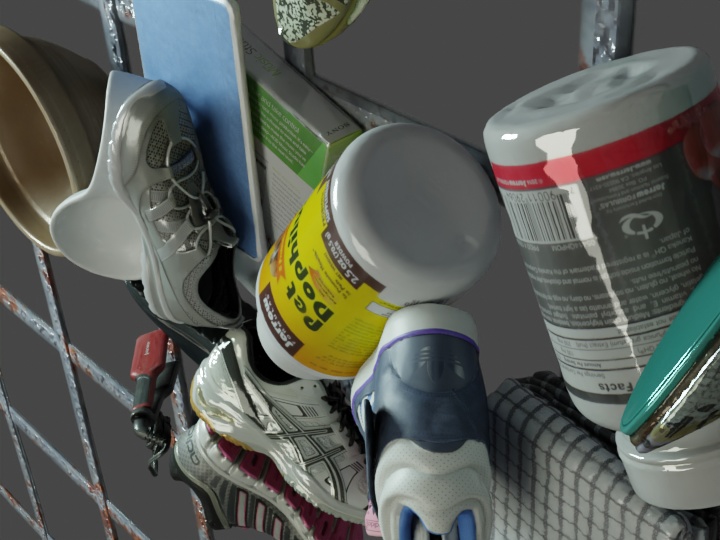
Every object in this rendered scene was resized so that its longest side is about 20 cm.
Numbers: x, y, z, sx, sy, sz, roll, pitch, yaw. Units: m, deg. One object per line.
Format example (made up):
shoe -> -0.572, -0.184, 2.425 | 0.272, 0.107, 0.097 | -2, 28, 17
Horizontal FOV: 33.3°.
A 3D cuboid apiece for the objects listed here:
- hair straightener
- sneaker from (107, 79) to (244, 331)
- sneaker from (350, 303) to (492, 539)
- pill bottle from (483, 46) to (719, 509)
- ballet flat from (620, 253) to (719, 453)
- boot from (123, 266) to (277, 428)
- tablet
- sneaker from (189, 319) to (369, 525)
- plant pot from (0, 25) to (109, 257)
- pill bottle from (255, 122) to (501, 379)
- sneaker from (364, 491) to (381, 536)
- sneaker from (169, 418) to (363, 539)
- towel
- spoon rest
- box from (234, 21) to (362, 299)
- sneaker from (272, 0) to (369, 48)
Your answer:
hair straightener -> -0.179, 0.126, 1.092 | 0.200, 0.040, 0.078 | -116, 8, -67
sneaker -> -0.118, -0.043, 0.856 | 0.081, 0.075, 0.202 | 18, 136, 29
sneaker -> 0.033, 0.125, 0.717 | 0.201, 0.079, 0.148 | 98, 174, -62
pill bottle -> 0.139, 0.006, 0.575 | 0.110, 0.110, 0.202 | -1, 115, 54
ballet flat -> 0.177, -0.006, 0.481 | 0.072, 0.072, 0.202 | 30, 97, 37
boot -> -0.138, 0.085, 1.050 | 0.199, 0.076, 0.169 | 37, 138, 22
tablet -> -0.115, -0.113, 0.859 | 0.129, 0.014, 0.202 | 30, 136, 40
sneaker -> -0.032, 0.114, 0.909 | 0.198, 0.076, 0.088 | 32, 112, -1
plant pot -> -0.263, -0.123, 1.045 | 0.200, 0.092, 0.203 | 35, 141, 34
pill bottle -> 0.000, 0.000, 0.763 | 0.110, 0.109, 0.200 | 55, 147, 8
sneaker -> 0.031, 0.145, 0.859 | 0.070, 0.082, 0.202 | -11, 106, 57
sneaker -> -0.080, 0.187, 0.998 | 0.087, 0.074, 0.200 | -27, 122, 34
towel -> 0.148, 0.170, 0.718 | 0.165, 0.085, 0.203 | 31, 133, 49
spoon rest -> -0.187, -0.056, 0.921 | 0.098, 0.061, 0.201 | 14, 137, -5
box -> -0.070, -0.064, 0.880 | 0.144, 0.036, 0.201 | 44, 145, 25
sneaker -> -0.035, -0.200, 0.672 | 0.077, 0.088, 0.201 | 46, 145, 20
